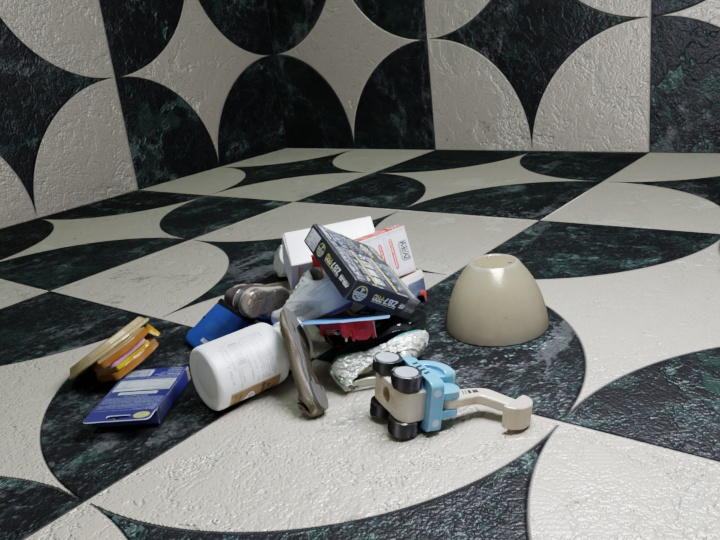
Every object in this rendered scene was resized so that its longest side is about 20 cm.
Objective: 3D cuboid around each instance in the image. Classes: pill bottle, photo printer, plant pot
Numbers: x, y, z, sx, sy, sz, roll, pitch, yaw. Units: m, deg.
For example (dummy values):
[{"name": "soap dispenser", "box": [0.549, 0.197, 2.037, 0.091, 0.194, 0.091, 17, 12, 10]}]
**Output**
[{"name": "pill bottle", "box": [-0.187, 0.157, 1.277, 0.199, 0.115, 0.114, -20, 23, -35]}, {"name": "photo printer", "box": [-0.133, -0.035, 1.820, 0.165, 0.070, 0.200, -13, -5, -13]}, {"name": "plant pot", "box": [0.263, 0.045, 1.419, 0.198, 0.136, 0.201, -7, 18, 2]}]

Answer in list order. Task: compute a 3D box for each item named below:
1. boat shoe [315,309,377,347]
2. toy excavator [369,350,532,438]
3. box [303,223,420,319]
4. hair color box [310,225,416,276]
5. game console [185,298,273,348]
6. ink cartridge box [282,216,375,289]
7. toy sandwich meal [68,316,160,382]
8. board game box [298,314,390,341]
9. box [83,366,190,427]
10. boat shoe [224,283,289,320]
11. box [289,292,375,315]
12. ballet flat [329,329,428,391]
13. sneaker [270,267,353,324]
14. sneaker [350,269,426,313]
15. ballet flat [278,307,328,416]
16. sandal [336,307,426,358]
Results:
[{"name": "boat shoe", "box": [-0.043, 0.112, 1.427, 0.067, 0.073, 0.199, -19, 21, -30]}, {"name": "toy excavator", "box": [0.135, 0.191, 1.113, 0.198, 0.101, 0.194, -5, 18, -24]}, {"name": "box", "box": [0.000, 0.000, 1.347, 0.160, 0.049, 0.200, 18, 22, -38]}, {"name": "hair color box", "box": [0.007, -0.016, 1.507, 0.198, 0.102, 0.061, -19, 10, -18]}, {"name": "game console", "box": [-0.239, 0.139, 1.502, 0.171, 0.119, 0.199, -47, 32, -15]}, {"name": "ink cartridge box", "box": [-0.068, -0.036, 1.610, 0.198, 0.083, 0.147, -12, -21, -10]}, {"name": "toy sandwich meal", "box": [-0.472, 0.164, 1.410, 0.204, 0.070, 0.205, -36, 8, 6]}, {"name": "board game box", "box": [-0.024, 0.104, 1.285, 0.156, 0.039, 0.200, -5, -2, 3]}, {"name": "box", "box": [-0.387, 0.226, 1.269, 0.120, 0.033, 0.200, -5, 16, 7]}, {"name": "boat shoe", "box": [-0.206, 0.055, 1.464, 0.073, 0.075, 0.200, 21, -1, 19]}, {"name": "box", "box": [-0.039, 0.045, 1.662, 0.197, 0.050, 0.200, -1, 20, 18]}, {"name": "ballet flat", "box": [0.042, 0.165, 1.275, 0.198, 0.072, 0.072, -17, 20, -21]}, {"name": "sneaker", "box": [-0.100, 0.052, 1.416, 0.199, 0.101, 0.075, -21, -4, 33]}, {"name": "sneaker", "box": [0.060, 0.068, 1.501, 0.199, 0.085, 0.075, -23, 11, -28]}, {"name": "ballet flat", "box": [-0.106, 0.154, 1.219, 0.046, 0.201, 0.067, -31, -29, 15]}, {"name": "sandal", "box": [0.050, 0.134, 1.334, 0.199, 0.076, 0.048, -27, 24, -26]}]
